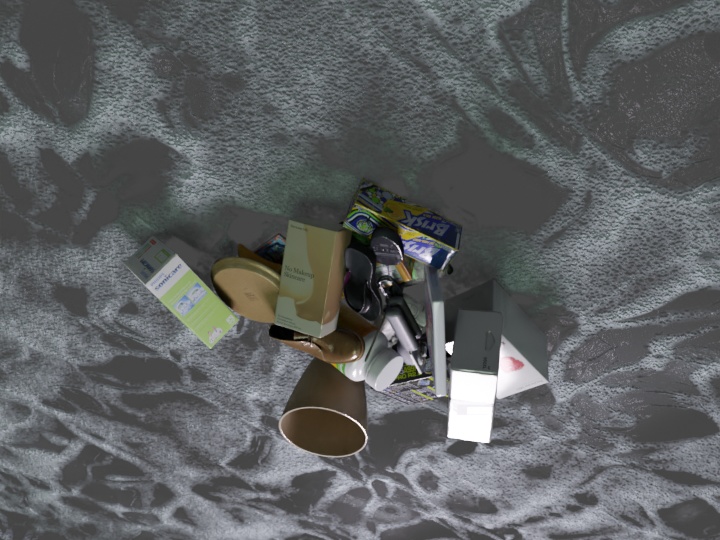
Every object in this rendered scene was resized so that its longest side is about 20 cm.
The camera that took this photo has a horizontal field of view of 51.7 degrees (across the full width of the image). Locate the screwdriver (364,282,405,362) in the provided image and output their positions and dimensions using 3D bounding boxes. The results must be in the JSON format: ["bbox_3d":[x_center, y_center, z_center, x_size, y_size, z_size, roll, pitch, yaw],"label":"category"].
[{"bbox_3d":[0.047,0.094,1.390,0.029,0.201,0.028,31,143,-15],"label":"screwdriver"}]

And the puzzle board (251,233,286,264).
[{"bbox_3d":[-0.173,0.017,1.503,0.151,0.017,0.200,39,131,-25],"label":"puzzle board"}]

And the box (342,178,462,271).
[{"bbox_3d":[0.075,-0.078,1.299,0.199,0.070,0.064,24,137,-8],"label":"box"}]

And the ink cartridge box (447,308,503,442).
[{"bbox_3d":[0.203,0.187,1.325,0.084,0.145,0.201,5,134,9],"label":"ink cartridge box"}]

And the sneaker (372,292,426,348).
[{"bbox_3d":[0.052,0.114,1.520,0.081,0.075,0.200,40,122,-16],"label":"sneaker"}]

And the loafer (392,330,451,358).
[{"bbox_3d":[0.120,0.176,1.566,0.199,0.063,0.072,-27,125,34],"label":"loafer"}]

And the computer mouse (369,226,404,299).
[{"bbox_3d":[0.053,-0.012,1.307,0.058,0.034,0.200,8,145,13],"label":"computer mouse"}]

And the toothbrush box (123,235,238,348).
[{"bbox_3d":[-0.354,0.042,1.468,0.200,0.086,0.145,51,167,-34],"label":"toothbrush box"}]

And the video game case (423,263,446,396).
[{"bbox_3d":[0.134,0.093,1.349,0.023,0.183,0.201,-5,119,2],"label":"video game case"}]

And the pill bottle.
[{"bbox_3d":[-0.016,0.147,1.469,0.200,0.111,0.111,35,145,28],"label":"pill bottle"}]

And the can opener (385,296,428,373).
[{"bbox_3d":[0.080,0.126,1.412,0.067,0.054,0.200,-3,139,26],"label":"can opener"}]

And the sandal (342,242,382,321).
[{"bbox_3d":[-0.006,0.030,1.330,0.075,0.048,0.201,23,147,24],"label":"sandal"}]

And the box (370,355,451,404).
[{"bbox_3d":[0.131,0.235,1.579,0.159,0.045,0.200,-17,155,23],"label":"box"}]

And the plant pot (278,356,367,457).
[{"bbox_3d":[-0.063,0.266,1.602,0.186,0.201,0.188,6,136,6],"label":"plant pot"}]

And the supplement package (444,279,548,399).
[{"bbox_3d":[0.266,0.138,1.452,0.121,0.120,0.200,-27,124,33],"label":"supplement package"}]

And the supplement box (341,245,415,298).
[{"bbox_3d":[0.000,0.000,1.399,0.199,0.067,0.069,-14,127,23],"label":"supplement box"}]

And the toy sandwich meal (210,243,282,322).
[{"bbox_3d":[-0.196,0.028,1.464,0.204,0.070,0.206,14,141,12],"label":"toy sandwich meal"}]

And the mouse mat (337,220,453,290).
[{"bbox_3d":[0.065,-0.039,1.398,0.160,0.008,0.200,-17,128,28],"label":"mouse mat"}]

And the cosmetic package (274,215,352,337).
[{"bbox_3d":[-0.086,0.010,1.351,0.105,0.071,0.201,14,105,21],"label":"cosmetic package"}]

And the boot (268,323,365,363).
[{"bbox_3d":[-0.087,0.134,1.405,0.199,0.074,0.075,10,179,29],"label":"boot"}]
